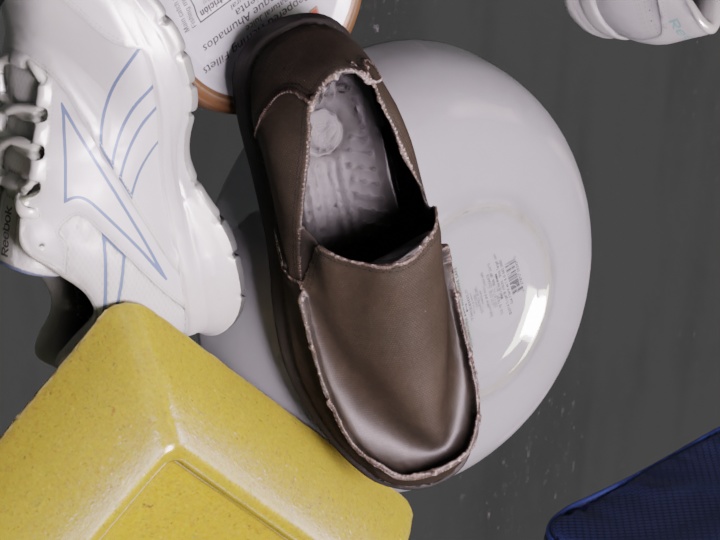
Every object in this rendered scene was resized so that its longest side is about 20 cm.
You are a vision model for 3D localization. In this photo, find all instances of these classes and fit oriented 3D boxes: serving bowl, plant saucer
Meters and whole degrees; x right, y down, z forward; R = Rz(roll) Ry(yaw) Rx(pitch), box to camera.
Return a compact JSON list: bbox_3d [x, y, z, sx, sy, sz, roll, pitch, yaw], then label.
[{"bbox_3d":[0.029,0.006,1.267,0.199,0.066,0.201,-14,112,-37],"label":"serving bowl"},{"bbox_3d":[-0.087,0.141,1.194,0.200,0.048,0.200,-49,131,2],"label":"plant saucer"}]

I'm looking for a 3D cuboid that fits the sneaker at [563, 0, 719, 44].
[{"bbox_3d":[0.147,-0.196,1.283,0.075,0.088,0.201,1,98,-39],"label":"sneaker"}]

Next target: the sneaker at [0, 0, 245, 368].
[{"bbox_3d":[-0.107,-0.045,1.137,0.087,0.074,0.201,-30,120,-24],"label":"sneaker"}]

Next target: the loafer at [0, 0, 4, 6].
[{"bbox_3d":[-0.177,-0.102,1.061,0.072,0.073,0.201,34,80,-36],"label":"loafer"}]

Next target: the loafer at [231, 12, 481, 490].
[{"bbox_3d":[0.000,0.000,1.169,0.073,0.071,0.201,-23,107,-11],"label":"loafer"}]

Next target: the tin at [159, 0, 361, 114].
[{"bbox_3d":[-0.064,-0.152,1.160,0.112,0.042,0.201,-36,124,-21],"label":"tin"}]

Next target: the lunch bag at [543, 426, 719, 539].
[{"bbox_3d":[0.180,0.169,1.395,0.199,0.136,0.133,-23,117,-32],"label":"lunch bag"}]
